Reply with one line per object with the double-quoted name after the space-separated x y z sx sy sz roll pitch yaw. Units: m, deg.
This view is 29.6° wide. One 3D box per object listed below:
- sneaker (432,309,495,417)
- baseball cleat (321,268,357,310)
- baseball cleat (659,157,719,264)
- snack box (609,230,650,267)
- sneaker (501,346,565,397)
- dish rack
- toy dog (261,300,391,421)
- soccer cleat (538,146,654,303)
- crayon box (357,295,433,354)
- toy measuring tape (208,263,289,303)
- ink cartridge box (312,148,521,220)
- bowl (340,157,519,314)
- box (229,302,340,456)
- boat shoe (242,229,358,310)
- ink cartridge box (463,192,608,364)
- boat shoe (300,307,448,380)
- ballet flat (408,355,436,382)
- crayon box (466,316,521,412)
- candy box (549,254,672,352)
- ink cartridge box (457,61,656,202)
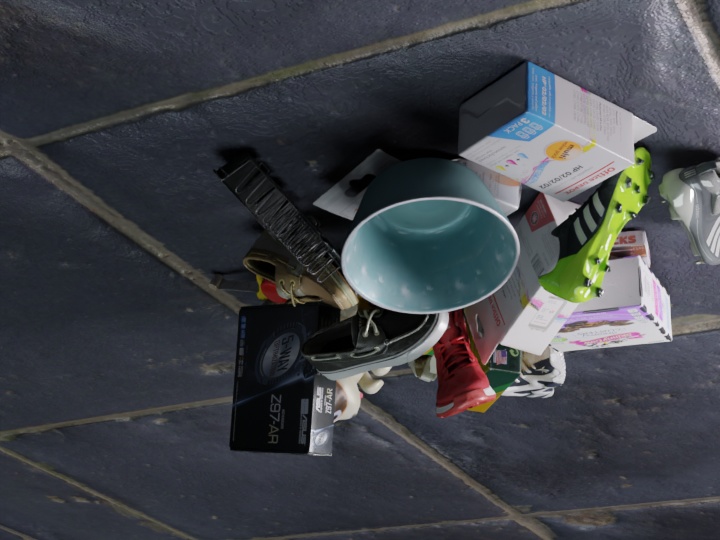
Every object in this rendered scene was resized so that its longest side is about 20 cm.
0.109 0.109 1.668 0.078 0.116 0.200 -19 -178 -2 "sneaker"
0.000 0.000 1.825 0.200 0.070 0.107 -12 140 14 "baseball cleat"
0.424 -0.067 1.603 0.106 0.070 0.200 -20 151 22 "baseball cleat"
0.274 -0.020 1.778 0.200 0.024 0.072 -5 155 16 "snack box"
0.233 0.143 2.047 0.129 0.080 0.199 -4 164 -3 "sneaker"
-0.078 -0.049 1.610 0.055 0.200 0.153 -43 143 -1 "dish rack"
-0.047 0.120 1.903 0.194 0.200 0.140 14 151 -21 "toy dog"
0.266 -0.057 1.546 0.081 0.200 0.068 16 163 43 "soccer cleat"
0.058 0.042 1.761 0.127 0.051 0.200 0 147 0 "crayon box"
-0.134 0.004 1.843 0.200 0.074 0.074 5 158 34 "toy measuring tape"
0.067 -0.094 1.643 0.200 0.050 0.162 22 149 -23 "ink cartridge box"
0.075 -0.052 1.544 0.200 0.105 0.201 -2 141 -2 "bowl"
-0.102 0.146 1.825 0.160 0.201 0.043 -4 169 44 "box"
-0.078 0.011 1.720 0.200 0.066 0.074 30 159 50 "boat shoe"
0.212 0.019 1.681 0.067 0.117 0.200 16 125 -25 "ink cartridge box"
0.015 0.083 1.696 0.200 0.071 0.064 -24 136 28 "boat shoe"
0.107 0.122 2.026 0.068 0.075 0.200 8 153 -11 "ballet flat"
0.178 0.122 1.963 0.051 0.127 0.200 9 154 -11 "crayon box"
0.315 0.049 1.823 0.167 0.072 0.200 -8 161 23 "candy box"
0.219 -0.142 1.493 0.200 0.068 0.115 20 149 -30 "ink cartridge box"
